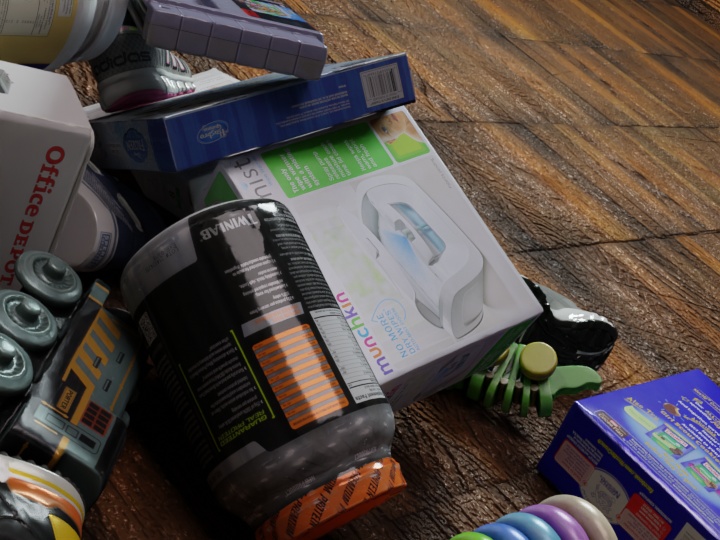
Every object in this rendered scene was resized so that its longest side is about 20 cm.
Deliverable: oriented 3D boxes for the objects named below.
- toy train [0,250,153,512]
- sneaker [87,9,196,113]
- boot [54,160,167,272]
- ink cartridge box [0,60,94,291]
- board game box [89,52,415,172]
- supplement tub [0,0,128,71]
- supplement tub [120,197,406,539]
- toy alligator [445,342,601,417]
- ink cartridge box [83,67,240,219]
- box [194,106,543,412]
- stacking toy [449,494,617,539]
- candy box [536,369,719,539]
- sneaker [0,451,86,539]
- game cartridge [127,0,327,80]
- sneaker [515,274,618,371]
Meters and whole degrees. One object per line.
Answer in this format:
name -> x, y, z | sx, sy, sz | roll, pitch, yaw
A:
toy train -> -0.189, 0.068, 0.739 | 0.114, 0.085, 0.200 | 37, 23, -13
sneaker -> -0.189, -0.184, 1.040 | 0.073, 0.088, 0.200 | -14, 9, 3
boot -> -0.230, -0.064, 0.946 | 0.200, 0.073, 0.090 | 47, 18, 27
ink cartridge box -> -0.293, -0.067, 0.791 | 0.199, 0.147, 0.083 | 9, 31, -34
board game box -> -0.092, -0.121, 0.952 | 0.199, 0.044, 0.199 | -19, 15, -26
supplement tub -> -0.281, -0.212, 0.880 | 0.145, 0.146, 0.200 | 42, 30, 25
supplement tub -> -0.058, 0.066, 0.765 | 0.122, 0.122, 0.201 | -9, 67, -50
toy alligator -> 0.094, 0.082, 1.001 | 0.199, 0.059, 0.054 | 15, 60, 11
ink cartridge box -> -0.138, -0.115, 1.094 | 0.161, 0.050, 0.200 | -23, 35, -33
box -> 0.000, 0.000, 0.910 | 0.176, 0.097, 0.200 | -20, 69, -34
stacking toy -> 0.069, 0.198, 0.760 | 0.199, 0.086, 0.085 | -5, 42, -37
candy box -> 0.266, 0.170, 0.978 | 0.200, 0.077, 0.169 | -6, 42, -46
sneaker -> -0.232, 0.126, 0.602 | 0.199, 0.070, 0.090 | 18, 26, -22
game cartridge -> -0.104, -0.187, 0.912 | 0.129, 0.039, 0.200 | 5, 19, -18
sneaker -> 0.140, 0.041, 1.084 | 0.200, 0.074, 0.079 | 24, 10, -42
